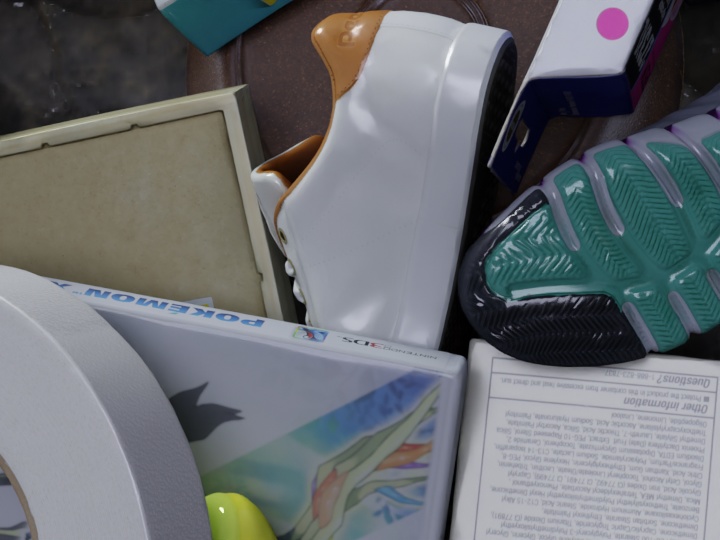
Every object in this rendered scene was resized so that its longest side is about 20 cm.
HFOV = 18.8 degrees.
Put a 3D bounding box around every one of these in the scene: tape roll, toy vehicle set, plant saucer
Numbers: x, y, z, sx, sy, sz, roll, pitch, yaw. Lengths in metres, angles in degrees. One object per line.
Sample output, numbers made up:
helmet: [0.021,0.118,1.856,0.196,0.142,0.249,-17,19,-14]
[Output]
tape roll: [-0.138,0.099,0.743,0.201,0.037,0.205,3,96,32]
toy vehicle set: [-0.083,0.042,0.812,0.123,0.027,0.202,-10,99,9]
plant saucer: [0.025,-0.082,0.840,0.198,0.032,0.202,-2,80,11]

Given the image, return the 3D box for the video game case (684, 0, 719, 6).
video game case: [0.175,-0.211,0.814,0.142,0.019,0.202,-10,82,10]

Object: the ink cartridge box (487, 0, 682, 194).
ink cartridge box: [0.101,-0.117,0.761,0.037,0.095,0.201,26,91,10]

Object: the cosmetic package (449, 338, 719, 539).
cosmetic package: [0.082,0.130,0.776,0.103,0.073,0.202,6,83,11]

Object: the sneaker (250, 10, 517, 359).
sneaker: [0.000,0.000,0.789,0.084,0.073,0.202,14,111,12]

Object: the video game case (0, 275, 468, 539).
video game case: [-0.063,0.109,0.785,0.181,0.022,0.202,10,109,8]

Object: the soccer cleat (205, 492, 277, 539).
soccer cleat: [-0.031,0.171,0.766,0.083,0.065,0.202,-6,105,-17]

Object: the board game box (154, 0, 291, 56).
board game box: [-0.012,-0.200,0.831,0.199,0.047,0.152,-31,64,10]

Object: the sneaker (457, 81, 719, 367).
sneaker: [0.123,-0.028,0.778,0.199,0.088,0.075,-26,100,-4]
